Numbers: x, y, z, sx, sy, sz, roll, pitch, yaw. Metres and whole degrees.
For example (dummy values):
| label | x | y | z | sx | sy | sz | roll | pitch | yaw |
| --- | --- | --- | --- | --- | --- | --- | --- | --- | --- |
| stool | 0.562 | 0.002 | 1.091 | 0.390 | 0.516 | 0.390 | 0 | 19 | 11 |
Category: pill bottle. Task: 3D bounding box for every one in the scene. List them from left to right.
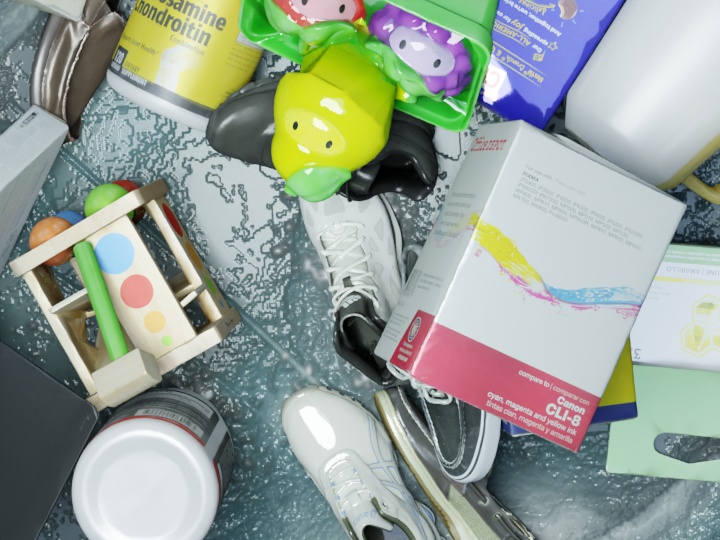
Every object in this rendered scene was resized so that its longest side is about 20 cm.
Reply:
| label | x | y | z | sx | sy | sz | roll | pitch | yaw |
| --- | --- | --- | --- | --- | --- | --- | --- | --- | --- |
| pill bottle | -0.162 | 0.160 | 1.569 | 0.115 | 0.200 | 0.117 | 0 | 96 | 2 |
| pill bottle | -0.120 | -0.221 | 1.570 | 0.111 | 0.112 | 0.201 | 24 | 97 | 1 |

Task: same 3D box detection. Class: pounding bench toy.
| label | x | y | z | sx | sy | sz | roll | pitch | yaw |
| --- | --- | --- | --- | --- | --- | --- | --- | --- | --- |
| pounding bench toy | -0.198 | 0.015 | 1.557 | 0.124 | 0.200 | 0.157 | -29 | 94 | 7 |

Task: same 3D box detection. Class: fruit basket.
| label | x | y | z | sx | sy | sz | roll | pitch | yaw |
| --- | --- | --- | --- | --- | --- | --- | --- | --- | --- |
| fruit basket | -0.006 | -0.160 | 1.469 | 0.213 | 0.156 | 0.217 | 3 | 65 | -6 |

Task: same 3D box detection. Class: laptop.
| label | x | y | z | sx | sy | sz | roll | pitch | yaw |
| --- | --- | --- | --- | --- | --- | --- | --- | --- | --- |
| laptop | -0.299 | 0.141 | 1.593 | 0.103 | 0.200 | 0.178 | 27 | 98 | -14 |

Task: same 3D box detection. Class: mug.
| label | x | y | z | sx | sy | sz | roll | pitch | yaw |
| --- | --- | --- | --- | --- | --- | --- | --- | --- | --- |
| mug | 0.256 | -0.132 | 1.531 | 0.186 | 0.149 | 0.153 | 41 | 95 | -3 |

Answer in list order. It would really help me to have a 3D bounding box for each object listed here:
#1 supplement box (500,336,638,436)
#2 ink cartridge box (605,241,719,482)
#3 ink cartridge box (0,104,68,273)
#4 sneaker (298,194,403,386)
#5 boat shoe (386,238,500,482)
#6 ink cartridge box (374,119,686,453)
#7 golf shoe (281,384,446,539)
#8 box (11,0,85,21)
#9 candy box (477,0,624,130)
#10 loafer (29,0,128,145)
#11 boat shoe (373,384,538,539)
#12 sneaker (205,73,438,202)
| label | x | y | z | sx | sy | sz | roll | pitch | yaw |
| --- | --- | --- | --- | --- | --- | --- | --- | --- | --- |
| supplement box | 0.150 | 0.021 | 1.570 | 0.108 | 0.109 | 0.202 | -7 | 95 | -8 |
| ink cartridge box | 0.283 | 0.079 | 1.608 | 0.144 | 0.048 | 0.202 | 5 | 94 | 3 |
| ink cartridge box | -0.318 | -0.012 | 1.535 | 0.040 | 0.200 | 0.200 | 30 | 118 | -1 |
| sneaker | 0.001 | 0.000 | 1.583 | 0.075 | 0.115 | 0.202 | -21 | 94 | 8 |
| boat shoe | 0.064 | 0.074 | 1.537 | 0.073 | 0.068 | 0.201 | 11 | 107 | 46 |
| ink cartridge box | 0.124 | 0.007 | 1.435 | 0.144 | 0.145 | 0.201 | 24 | 90 | -9 |
| golf shoe | 0.004 | 0.183 | 1.614 | 0.078 | 0.097 | 0.200 | -38 | 91 | 9 |
| box | -0.315 | -0.287 | 1.536 | 0.199 | 0.128 | 0.110 | 18 | 89 | 21 |
| candy box | 0.125 | -0.236 | 1.569 | 0.168 | 0.077 | 0.201 | 33 | 96 | -1 |
| loafer | -0.223 | -0.196 | 1.599 | 0.070 | 0.073 | 0.202 | 14 | 97 | 3 |
| boat shoe | 0.084 | 0.173 | 1.624 | 0.066 | 0.072 | 0.202 | -33 | 98 | 1 |
| sneaker | -0.025 | -0.100 | 1.553 | 0.198 | 0.091 | 0.076 | 3 | 135 | -18 |
